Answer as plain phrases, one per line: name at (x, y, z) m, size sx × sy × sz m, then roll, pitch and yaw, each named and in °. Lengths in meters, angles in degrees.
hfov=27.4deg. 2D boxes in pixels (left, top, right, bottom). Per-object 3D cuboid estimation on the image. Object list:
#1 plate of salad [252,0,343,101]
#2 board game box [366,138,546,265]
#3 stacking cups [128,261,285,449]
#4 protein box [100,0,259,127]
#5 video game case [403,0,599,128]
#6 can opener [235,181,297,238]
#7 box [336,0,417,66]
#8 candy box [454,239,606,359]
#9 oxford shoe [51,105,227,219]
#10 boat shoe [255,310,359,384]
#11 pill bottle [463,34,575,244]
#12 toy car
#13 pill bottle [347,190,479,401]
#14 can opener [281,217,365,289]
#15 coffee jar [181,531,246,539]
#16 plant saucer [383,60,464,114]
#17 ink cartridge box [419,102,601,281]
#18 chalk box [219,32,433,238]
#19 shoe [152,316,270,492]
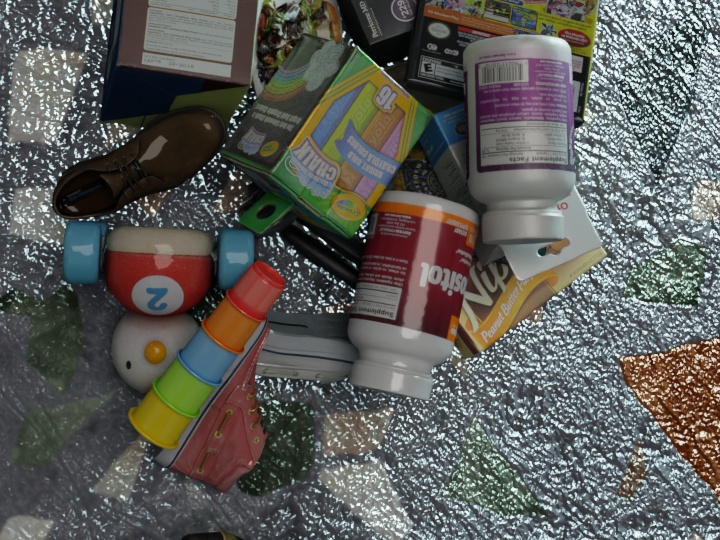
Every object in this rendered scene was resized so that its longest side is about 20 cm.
plate of salad at (-0.058, -0.236, 1.578) m, size 0.048 × 0.200 × 0.202 m, roll 5°, pitch 75°, yaw 27°
board game box at (0.112, -0.084, 1.625) m, size 0.198 × 0.028 × 0.136 m, roll 12°, pitch 71°, yaw -9°
stacking cups at (-0.148, 0.077, 1.423) m, size 0.060 × 0.061 × 0.201 m, roll 33°, pitch 103°, yaw -9°
protein box at (-0.185, -0.266, 1.522) m, size 0.134 × 0.198 × 0.202 m, roll 7°, pitch 78°, yaw -13°
video game case at (0.155, -0.260, 1.583) m, size 0.198 × 0.026 × 0.182 m, roll 12°, pitch 75°, yaw -10°
can opener at (-0.051, -0.111, 1.595) m, size 0.200 × 0.053 × 0.067 m, roll -41°, pitch 83°, yaw -8°
box at (0.034, -0.343, 1.643) m, size 0.140 × 0.079 × 0.201 m, roll -21°, pitch 77°, yaw -7°
candy box at (0.166, -0.005, 1.661) m, size 0.199 × 0.055 × 0.116 m, roll -35°, pitch 88°, yaw -19°
oxford shoe at (-0.224, -0.100, 1.497) m, size 0.199 × 0.084 × 0.073 m, roll -28°, pitch 105°, yaw 12°
boat shoe at (-0.041, 0.087, 1.580) m, size 0.199 × 0.074 × 0.067 m, roll 11°, pitch 118°, yaw -28°
pill bottle at (0.161, -0.129, 1.492) m, size 0.111 × 0.112 × 0.202 m, roll -1°, pitch 88°, yaw -17°
toy car at (-0.204, 0.054, 1.487) m, size 0.183 × 0.177 × 0.202 m, roll 2°, pitch 92°, yaw -6°
pill bottle at (0.050, 0.027, 1.518) m, size 0.112 × 0.113 × 0.202 m, roll 14°, pitch 84°, yaw -15°
can opener at (0.000, 0.000, 1.603) m, size 0.200 × 0.079 × 0.063 m, roll 43°, pitch 112°, yaw 0°
coffee jar at (-0.091, 0.324, 1.508) m, size 0.198 × 0.085 × 0.105 m, roll 8°, pitch 78°, yaw -15°
plant saucer at (0.073, -0.136, 1.668) m, size 0.199 × 0.034 × 0.202 m, roll 3°, pitch 80°, yaw -15°
ink cartridge box at (0.160, -0.085, 1.584) m, size 0.115 × 0.068 × 0.201 m, roll -22°, pitch 78°, yaw -19°
chalk box at (-0.047, -0.118, 1.488) m, size 0.124 × 0.124 × 0.201 m, roll 37°, pitch 85°, yaw -32°
shoe at (-0.126, 0.134, 1.507) m, size 0.091 × 0.072 × 0.201 m, roll 29°, pitch 108°, yaw -15°
